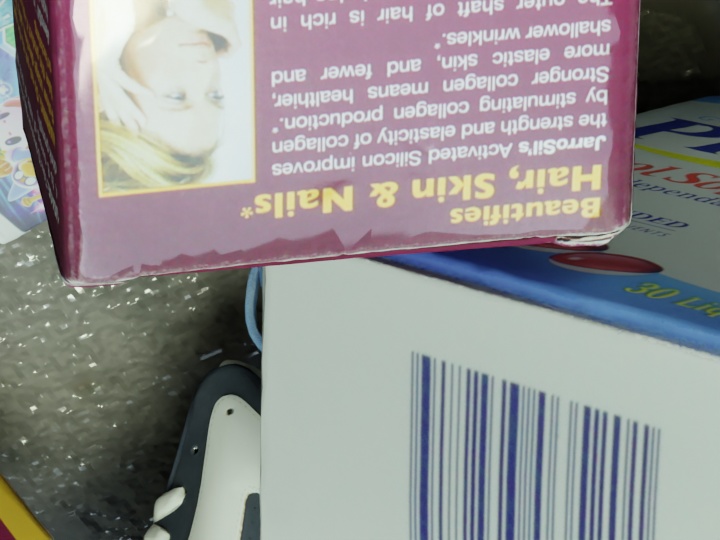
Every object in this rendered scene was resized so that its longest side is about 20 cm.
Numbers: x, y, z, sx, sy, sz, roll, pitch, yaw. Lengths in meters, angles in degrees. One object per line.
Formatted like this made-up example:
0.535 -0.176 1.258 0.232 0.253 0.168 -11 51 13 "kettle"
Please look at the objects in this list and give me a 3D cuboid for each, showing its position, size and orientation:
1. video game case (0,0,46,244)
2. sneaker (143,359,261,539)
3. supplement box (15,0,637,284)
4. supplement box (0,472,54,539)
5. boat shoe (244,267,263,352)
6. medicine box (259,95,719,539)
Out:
-0.057 -0.095 0.701 0.199 0.018 0.143 -29 137 15 "video game case"
-0.049 0.093 0.789 0.198 0.130 0.079 -20 143 24 "sneaker"
-0.012 -0.111 0.580 0.130 0.103 0.201 -5 117 -12 "supplement box"
-0.198 0.104 0.732 0.131 0.103 0.200 -43 174 26 "supplement box"
0.000 0.000 0.764 0.068 0.085 0.200 -15 147 20 "boat shoe"
0.104 0.032 0.677 0.199 0.181 0.104 -18 115 -45 "medicine box"
